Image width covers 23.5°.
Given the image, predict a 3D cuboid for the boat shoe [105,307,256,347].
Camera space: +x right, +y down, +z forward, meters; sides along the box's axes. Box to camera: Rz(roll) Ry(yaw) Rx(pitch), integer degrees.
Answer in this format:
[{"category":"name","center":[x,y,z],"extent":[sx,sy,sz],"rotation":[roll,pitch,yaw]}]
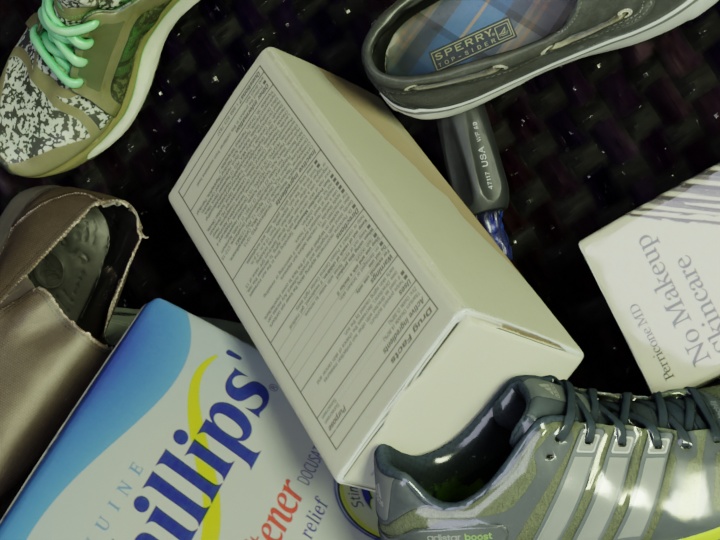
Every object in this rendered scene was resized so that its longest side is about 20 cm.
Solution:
[{"category":"boat shoe","center":[-0.113,0.054,0.867],"extent":[0.198,0.070,0.064],"rotation":[6,96,33]}]

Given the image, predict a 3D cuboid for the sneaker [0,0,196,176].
[{"category":"sneaker","center":[-0.133,-0.130,0.840],"extent":[0.077,0.088,0.200],"rotation":[44,111,16]}]

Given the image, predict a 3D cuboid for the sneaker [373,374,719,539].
[{"category":"sneaker","center":[0.095,0.074,0.669],"extent":[0.199,0.074,0.081],"rotation":[-24,115,-3]}]

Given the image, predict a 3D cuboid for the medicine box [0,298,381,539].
[{"category":"medicine box","center":[-0.051,0.142,0.737],"extent":[0.199,0.183,0.103],"rotation":[28,134,0]}]

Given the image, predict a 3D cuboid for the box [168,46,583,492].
[{"category":"box","center":[0.000,0.000,0.753],"extent":[0.095,0.077,0.200],"rotation":[-53,44,20]}]

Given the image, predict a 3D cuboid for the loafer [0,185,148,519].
[{"category":"loafer","center":[-0.153,0.038,0.781],"extent":[0.071,0.073,0.201],"rotation":[-16,49,39]}]

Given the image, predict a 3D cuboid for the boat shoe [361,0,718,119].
[{"category":"boat shoe","center":[0.087,-0.128,0.744],"extent":[0.199,0.066,0.071],"rotation":[-23,80,16]}]

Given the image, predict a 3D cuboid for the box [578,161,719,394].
[{"category":"box","center":[0.197,-0.025,0.709],"extent":[0.199,0.068,0.083],"rotation":[-31,80,24]}]

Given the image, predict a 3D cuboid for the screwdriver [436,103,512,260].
[{"category":"screwdriver","center":[0.069,0.013,0.793],"extent":[0.028,0.029,0.202],"rotation":[-20,85,40]}]
